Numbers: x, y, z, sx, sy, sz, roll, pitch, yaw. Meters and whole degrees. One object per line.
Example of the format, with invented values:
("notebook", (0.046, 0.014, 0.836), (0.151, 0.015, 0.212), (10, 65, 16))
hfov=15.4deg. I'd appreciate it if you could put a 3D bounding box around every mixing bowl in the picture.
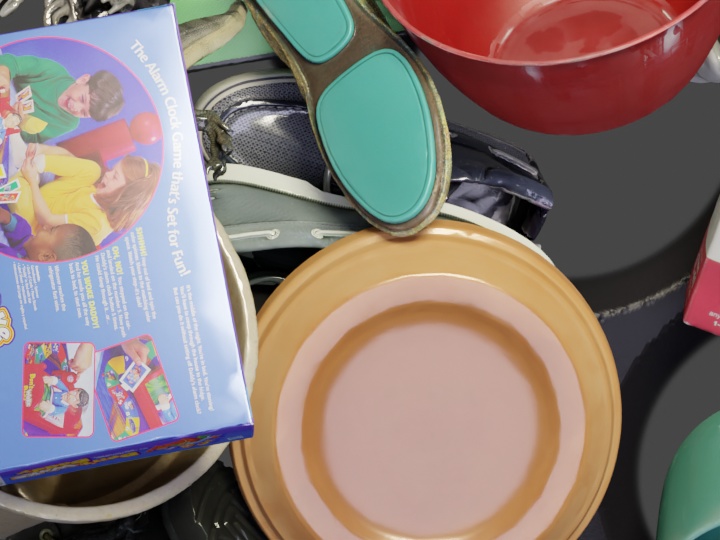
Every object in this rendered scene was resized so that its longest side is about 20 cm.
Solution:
("mixing bowl", (0.111, -0.143, 1.367), (0.200, 0.200, 0.109), (-23, 138, -3))

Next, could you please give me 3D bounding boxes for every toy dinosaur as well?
("toy dinosaur", (-0.105, -0.084, 1.299), (0.200, 0.047, 0.088), (-22, 69, -42))

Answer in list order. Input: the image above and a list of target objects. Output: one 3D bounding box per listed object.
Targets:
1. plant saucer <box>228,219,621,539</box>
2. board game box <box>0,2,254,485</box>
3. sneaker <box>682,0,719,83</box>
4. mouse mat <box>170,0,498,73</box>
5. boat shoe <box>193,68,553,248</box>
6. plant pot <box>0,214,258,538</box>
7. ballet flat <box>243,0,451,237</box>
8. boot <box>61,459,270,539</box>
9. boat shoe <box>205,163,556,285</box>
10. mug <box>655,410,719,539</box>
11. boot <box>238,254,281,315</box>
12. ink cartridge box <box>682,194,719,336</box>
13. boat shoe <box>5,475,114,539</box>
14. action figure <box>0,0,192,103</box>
("plant saucer", (0.033, 0.076, 1.323), (0.200, 0.037, 0.201), (-1, 98, -5))
("board game box", (-0.132, -0.011, 1.214), (0.134, 0.045, 0.201), (-10, 79, -5))
("sneaker", (0.218, -0.190, 1.412), (0.074, 0.087, 0.201), (10, 103, -13))
("mouse mat", (-0.030, -0.194, 1.408), (0.199, 0.008, 0.161), (-10, 108, -8))
("boat shoe", (0.011, -0.055, 1.410), (0.199, 0.093, 0.075), (10, 104, -13))
("plant pot", (-0.177, 0.053, 1.339), (0.200, 0.183, 0.201), (10, 66, -22))
("ballet flat", (0.001, -0.097, 1.355), (0.071, 0.200, 0.071), (-24, 153, -13))
("boot", (-0.082, 0.208, 1.381), (0.158, 0.079, 0.211), (-32, 97, 26))
("boat shoe", (0.000, 0.000, 1.365), (0.199, 0.062, 0.073), (14, 145, 9))
("mug", (0.253, 0.135, 1.474), (0.152, 0.115, 0.185), (39, 128, -23))
("boot", (-0.008, 0.030, 1.427), (0.150, 0.073, 0.200), (31, 58, 13))
("ink cartridge box", (0.272, -0.046, 1.415), (0.147, 0.086, 0.200), (19, 125, 6))
("boat shoe", (-0.170, 0.169, 1.458), (0.072, 0.060, 0.202), (29, 99, -16))
("action figure", (-0.164, -0.105, 1.359), (0.200, 0.102, 0.119), (-33, 94, 3))
